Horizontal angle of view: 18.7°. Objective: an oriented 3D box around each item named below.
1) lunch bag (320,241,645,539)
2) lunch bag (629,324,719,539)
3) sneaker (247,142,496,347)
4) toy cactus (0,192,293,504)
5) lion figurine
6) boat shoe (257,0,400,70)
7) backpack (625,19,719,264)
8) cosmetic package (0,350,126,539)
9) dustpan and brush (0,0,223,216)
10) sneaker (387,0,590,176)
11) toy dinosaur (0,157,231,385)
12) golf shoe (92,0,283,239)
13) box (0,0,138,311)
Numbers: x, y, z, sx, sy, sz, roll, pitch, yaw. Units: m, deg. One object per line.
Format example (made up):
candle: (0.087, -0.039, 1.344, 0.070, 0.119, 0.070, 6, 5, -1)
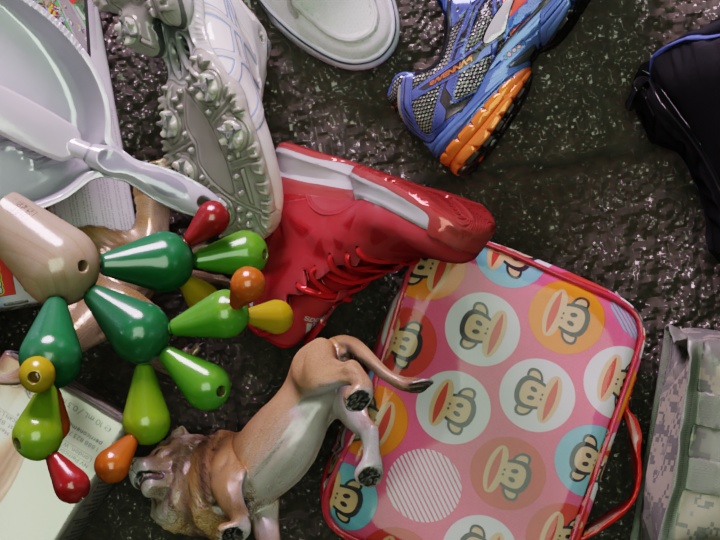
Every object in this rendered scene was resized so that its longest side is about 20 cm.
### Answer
lunch bag: (0.084, 0.090, 1.287, 0.176, 0.082, 0.200, 22, 87, 0)
lunch bag: (0.244, 0.142, 1.270, 0.164, 0.118, 0.200, 8, 94, -1)
sneaker: (0.000, 0.000, 1.250, 0.078, 0.200, 0.116, 16, 93, -28)
toy cactus: (-0.139, 0.019, 1.191, 0.165, 0.102, 0.200, 39, 65, 9)
lion figurine: (-0.044, 0.094, 1.254, 0.200, 0.123, 0.072, -40, 122, 14)
boat shoe: (-0.046, -0.208, 1.297, 0.075, 0.086, 0.202, -34, 88, -2)
backpack: (0.265, -0.061, 1.253, 0.154, 0.200, 0.191, -15, 91, -14)
cosmetic package: (-0.216, 0.153, 1.275, 0.087, 0.103, 0.200, 31, 86, 2)
dustpan and brush: (-0.172, -0.074, 1.250, 0.200, 0.057, 0.140, 26, 78, -12)
sneaker: (0.086, -0.157, 1.304, 0.078, 0.075, 0.200, 33, 86, 5)
toy dinosaur: (-0.139, 0.021, 1.269, 0.101, 0.058, 0.200, 36, 57, -7)
golf shoe: (-0.077, -0.114, 1.288, 0.097, 0.078, 0.200, -14, 79, -45)
box: (-0.198, -0.080, 1.299, 0.110, 0.035, 0.200, -8, 87, -23)
